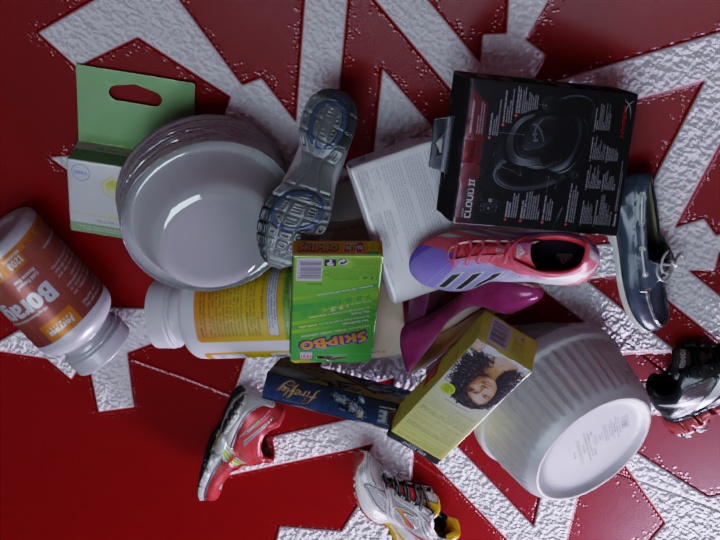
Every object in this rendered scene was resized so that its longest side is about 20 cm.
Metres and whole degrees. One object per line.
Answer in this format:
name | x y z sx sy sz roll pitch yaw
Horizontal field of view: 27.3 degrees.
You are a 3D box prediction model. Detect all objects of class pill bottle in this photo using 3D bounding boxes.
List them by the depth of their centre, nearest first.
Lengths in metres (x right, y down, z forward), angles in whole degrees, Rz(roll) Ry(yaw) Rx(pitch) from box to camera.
pill bottle | -0.148 0.048 1.754 0.199 0.111 0.112 -2 125 14
pill bottle | -0.375 0.029 1.791 0.112 0.112 0.200 -28 115 28

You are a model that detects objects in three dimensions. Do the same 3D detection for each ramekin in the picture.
ramekin | 0.238 0.170 1.696 0.199 0.105 0.201 -20 137 -20

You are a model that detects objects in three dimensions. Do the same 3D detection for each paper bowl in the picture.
paper bowl | -0.168 -0.063 1.642 0.199 0.105 0.202 -8 128 -10

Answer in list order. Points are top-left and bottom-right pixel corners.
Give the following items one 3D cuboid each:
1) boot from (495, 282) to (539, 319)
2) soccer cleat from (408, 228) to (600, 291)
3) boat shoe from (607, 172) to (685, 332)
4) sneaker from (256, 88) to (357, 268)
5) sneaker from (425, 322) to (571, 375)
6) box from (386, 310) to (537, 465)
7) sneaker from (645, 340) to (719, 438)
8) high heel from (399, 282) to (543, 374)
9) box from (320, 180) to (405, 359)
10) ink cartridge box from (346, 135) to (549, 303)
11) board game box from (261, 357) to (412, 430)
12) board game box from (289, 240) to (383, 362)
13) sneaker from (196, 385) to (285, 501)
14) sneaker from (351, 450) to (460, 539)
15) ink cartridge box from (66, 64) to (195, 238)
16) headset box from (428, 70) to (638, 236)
boot | 0.145 -0.043 1.645 0.155 0.077 0.200 30 129 -7
soccer cleat | 0.147 -0.015 1.527 0.199 0.067 0.076 1 168 9
boat shoe | 0.315 -0.020 1.627 0.062 0.075 0.201 -4 116 29
sneaker | -0.051 -0.095 1.598 0.074 0.087 0.201 24 91 4
sneaker | 0.170 0.124 1.736 0.199 0.116 0.074 -8 122 17
box | 0.110 0.132 1.632 0.075 0.050 0.200 30 133 -8
sneaker | 0.412 0.116 1.701 0.200 0.071 0.098 -34 115 32
high heel | 0.119 0.062 1.624 0.199 0.097 0.067 -7 164 42
box | 0.000 0.000 1.696 0.094 0.078 0.201 -8 125 0
ink cartridge box | 0.102 -0.071 1.590 0.199 0.050 0.162 -19 107 -1
board game box | -0.012 0.153 1.788 0.199 0.135 0.035 14 94 3
board game box | -0.029 0.038 1.619 0.095 0.030 0.201 0 140 -4
sneaker | -0.155 0.238 1.919 0.085 0.077 0.200 22 128 -10
sneaker | 0.057 0.295 1.918 0.082 0.078 0.200 -27 125 24
ink cartridge box | -0.262 -0.127 1.694 0.145 0.048 0.201 10 129 6
headset box | 0.169 -0.121 1.515 0.199 0.077 0.150 4 102 -11
